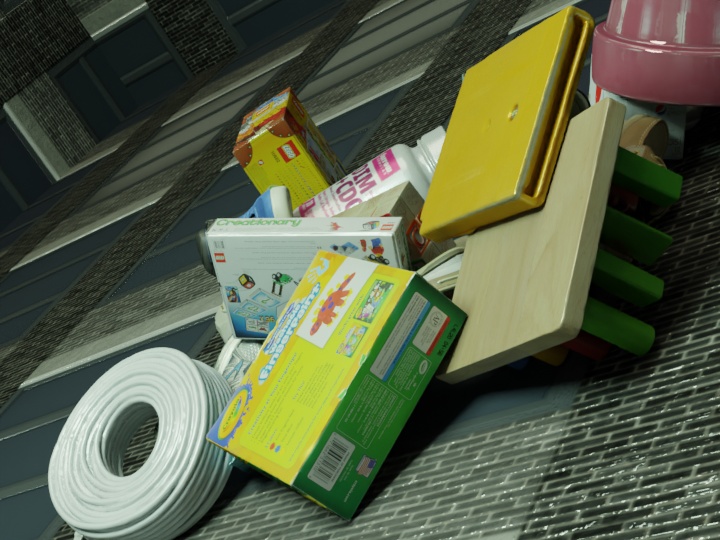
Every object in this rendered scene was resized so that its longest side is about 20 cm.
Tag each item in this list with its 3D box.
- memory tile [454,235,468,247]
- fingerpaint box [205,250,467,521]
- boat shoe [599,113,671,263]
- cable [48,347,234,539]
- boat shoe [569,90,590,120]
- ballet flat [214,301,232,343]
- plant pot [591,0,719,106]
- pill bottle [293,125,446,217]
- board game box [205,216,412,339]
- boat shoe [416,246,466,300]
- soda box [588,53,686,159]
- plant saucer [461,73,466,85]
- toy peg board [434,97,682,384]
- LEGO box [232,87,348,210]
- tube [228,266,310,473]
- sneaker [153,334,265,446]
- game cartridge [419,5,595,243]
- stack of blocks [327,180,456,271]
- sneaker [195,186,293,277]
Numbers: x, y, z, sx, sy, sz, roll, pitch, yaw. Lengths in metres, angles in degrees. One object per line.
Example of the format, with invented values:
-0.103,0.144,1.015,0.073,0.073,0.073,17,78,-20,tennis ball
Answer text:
0.146,-0.019,1.393,0.199,0.017,0.154,-25,20,29,memory tile
-0.022,0.093,1.187,0.166,0.073,0.201,12,69,58,fingerpaint box
0.251,-0.069,1.258,0.069,0.074,0.201,3,46,36,boat shoe
-0.209,0.170,1.327,0.199,0.069,0.201,-20,52,26,cable
0.170,-0.093,1.281,0.066,0.074,0.200,-30,-32,-43,boat shoe
-0.132,0.054,1.601,0.073,0.073,0.200,-27,17,20,ballet flat
0.325,-0.268,1.331,0.198,0.180,0.200,-1,20,0,plant pot
0.032,-0.071,1.569,0.199,0.114,0.113,-32,18,7,pill bottle
-0.045,0.010,1.362,0.198,0.127,0.035,1,32,20,board game box
0.045,0.054,1.285,0.200,0.075,0.068,-42,23,-5,boat shoe
0.283,-0.173,1.430,0.063,0.069,0.200,0,20,-1,soda box
0.185,-0.140,1.410,0.200,0.199,0.036,-102,37,-71,plant saucer
0.168,-0.004,1.136,0.199,0.097,0.201,-32,38,60,toy peg board
-0.066,-0.105,1.692,0.077,0.201,0.149,-30,18,12,LEGO box
-0.068,0.095,1.294,0.201,0.050,0.077,-64,-18,-9,tube
-0.115,0.129,1.409,0.086,0.078,0.200,7,50,48,sneaker
0.123,-0.120,1.207,0.200,0.032,0.178,-22,48,68,game cartridge
0.000,0.000,1.422,0.199,0.115,0.059,-23,23,39,stack of blocks
-0.129,-0.034,1.552,0.110,0.077,0.200,-8,-13,-7,sneaker
